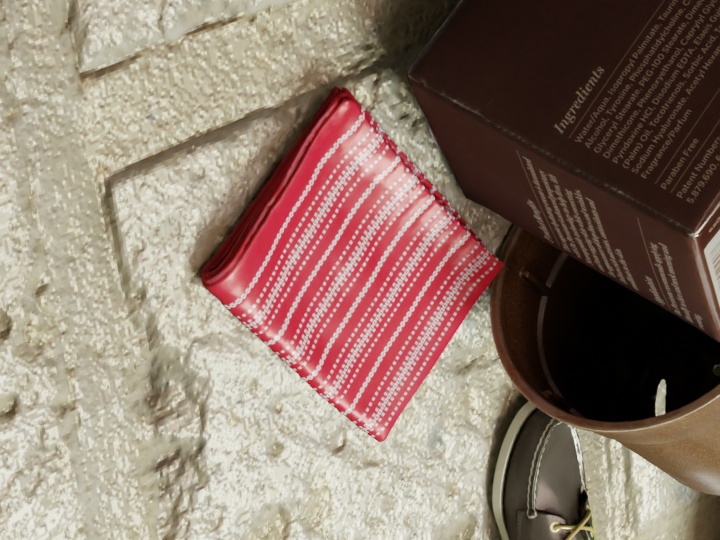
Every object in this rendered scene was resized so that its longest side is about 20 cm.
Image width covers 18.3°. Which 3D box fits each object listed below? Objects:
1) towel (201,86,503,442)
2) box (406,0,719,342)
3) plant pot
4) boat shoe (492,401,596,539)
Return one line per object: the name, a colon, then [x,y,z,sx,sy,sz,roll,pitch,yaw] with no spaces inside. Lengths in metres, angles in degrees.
towel: [0.000,0.000,1.336,0.145,0.022,0.200,-55,134,-10]
box: [0.165,-0.095,1.293,0.164,0.200,0.166,-54,155,-10]
plant pot: [0.216,0.044,1.443,0.201,0.200,0.198,-59,142,-7]
boat shoe: [0.131,0.184,1.501,0.072,0.060,0.202,-18,118,-37]
